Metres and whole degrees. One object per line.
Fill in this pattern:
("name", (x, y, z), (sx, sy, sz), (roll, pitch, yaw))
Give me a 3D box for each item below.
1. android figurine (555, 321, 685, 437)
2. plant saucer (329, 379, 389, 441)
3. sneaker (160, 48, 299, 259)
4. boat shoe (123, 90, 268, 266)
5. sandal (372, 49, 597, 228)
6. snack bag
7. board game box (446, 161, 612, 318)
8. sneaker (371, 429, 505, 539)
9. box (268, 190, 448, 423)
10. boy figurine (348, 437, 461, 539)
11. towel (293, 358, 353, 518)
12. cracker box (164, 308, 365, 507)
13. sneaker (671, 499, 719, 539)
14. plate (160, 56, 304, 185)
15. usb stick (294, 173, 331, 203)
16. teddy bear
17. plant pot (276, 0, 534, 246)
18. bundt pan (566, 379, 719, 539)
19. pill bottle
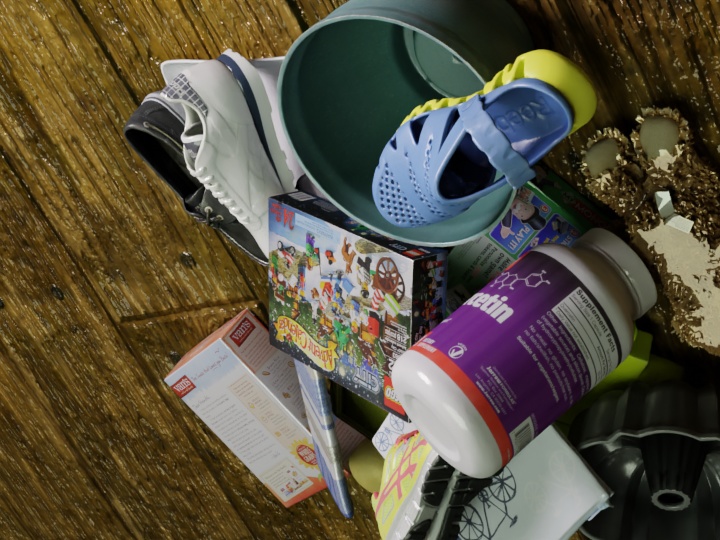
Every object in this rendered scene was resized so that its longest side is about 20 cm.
("android figurine", (0.169, 0.081, 1.270), (0.199, 0.041, 0.183), (19, 142, -2))
("plant saucer", (0.042, 0.136, 1.408), (0.199, 0.048, 0.200), (33, 161, 12))
("sneaker", (-0.109, -0.088, 1.289), (0.076, 0.080, 0.201), (21, 137, 55))
("boat shoe", (-0.140, -0.073, 1.361), (0.200, 0.057, 0.068), (49, 140, -10))
("sandal", (0.068, -0.076, 1.008), (0.079, 0.087, 0.200), (43, 141, -10))
("snack bag", (0.105, 0.167, 1.259), (0.200, 0.021, 0.189), (51, 136, 20))
("board game box", (0.145, 0.005, 1.272), (0.134, 0.029, 0.200), (39, 141, 2))
("sneaker", (0.059, 0.157, 1.237), (0.201, 0.078, 0.091), (-60, 40, 29))
("box", (-0.006, 0.025, 1.223), (0.199, 0.037, 0.138), (24, 120, 49))
("boy figurine", (0.078, 0.236, 1.505), (0.199, 0.065, 0.124), (36, 173, 8))
("towel", (-0.040, 0.122, 1.434), (0.147, 0.024, 0.202), (-130, 27, -74))
("cracker box", (-0.099, 0.149, 1.583), (0.200, 0.058, 0.134), (47, 140, -8))
("sneaker", (0.266, 0.274, 1.373), (0.074, 0.084, 0.200), (30, 142, -8))
("plate", (-0.067, -0.110, 1.338), (0.198, 0.032, 0.201), (3, 127, 37))
("usb stick", (0.000, 0.000, 1.279), (0.055, 0.032, 0.201), (-37, 76, 52))
("teddy bear", (0.248, -0.034, 1.133), (0.200, 0.067, 0.145), (45, 127, 1))
("plant pot", (0.055, -0.138, 1.128), (0.199, 0.134, 0.201), (20, 136, 20))
("bundt pan", (0.262, 0.162, 1.245), (0.200, 0.076, 0.203), (8, 140, 7))
("pill bottle", (0.128, 0.057, 1.126), (0.112, 0.200, 0.113), (46, 163, 18))
